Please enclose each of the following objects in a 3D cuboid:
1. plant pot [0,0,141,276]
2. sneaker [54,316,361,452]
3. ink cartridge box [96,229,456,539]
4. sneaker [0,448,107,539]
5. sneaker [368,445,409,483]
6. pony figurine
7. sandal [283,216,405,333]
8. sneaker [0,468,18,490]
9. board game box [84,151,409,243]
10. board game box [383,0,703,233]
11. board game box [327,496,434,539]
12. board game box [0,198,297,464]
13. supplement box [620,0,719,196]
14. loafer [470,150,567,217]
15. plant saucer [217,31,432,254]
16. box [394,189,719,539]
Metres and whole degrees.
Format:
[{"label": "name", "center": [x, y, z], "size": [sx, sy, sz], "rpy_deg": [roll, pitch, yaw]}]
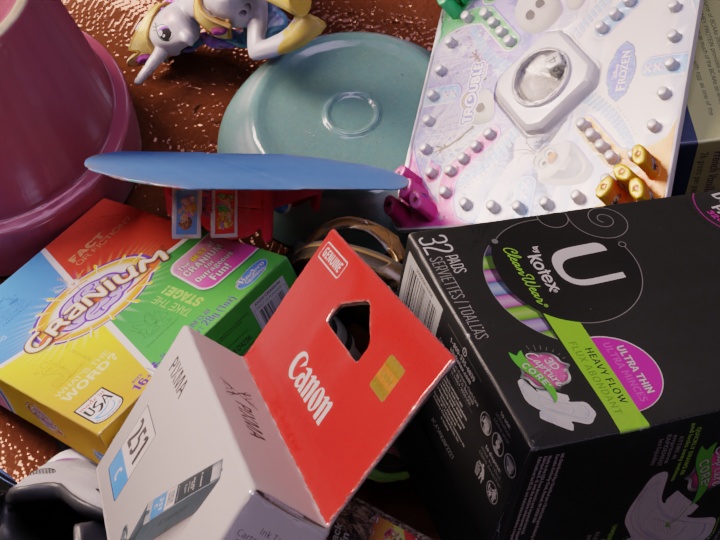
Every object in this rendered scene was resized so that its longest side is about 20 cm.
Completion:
[{"label": "plant pot", "center": [-0.260, -0.125, 0.881], "size": [0.198, 0.180, 0.202], "rpy_deg": [-1, 57, 2]}, {"label": "sneaker", "center": [-0.096, 0.067, 0.815], "size": [0.198, 0.080, 0.074], "rpy_deg": [-18, 61, -7]}, {"label": "ink cartridge box", "center": [-0.052, 0.069, 0.604], "size": [0.045, 0.200, 0.177], "rpy_deg": [31, 96, -22]}, {"label": "sneaker", "center": [-0.113, 0.164, 0.711], "size": [0.198, 0.140, 0.079], "rpy_deg": [19, 96, 14]}, {"label": "sneaker", "center": [0.071, 0.056, 0.805], "size": [0.199, 0.084, 0.077], "rpy_deg": [-33, 61, -28]}, {"label": "pony figurine", "center": [-0.086, -0.231, 0.947], "size": [0.199, 0.166, 0.195], "rpy_deg": [-5, 65, 42]}, {"label": "sandal", "center": [0.000, 0.000, 0.793], "size": [0.082, 0.200, 0.055], "rpy_deg": [39, 81, -10]}, {"label": "sneaker", "center": [-0.200, 0.176, 0.750], "size": [0.070, 0.078, 0.200], "rpy_deg": [-32, 62, -15]}, {"label": "board game box", "center": [-0.071, -0.044, 0.816], "size": [0.198, 0.039, 0.158], "rpy_deg": [-1, 12, -28]}, {"label": "board game box", "center": [0.115, -0.124, 0.843], "size": [0.199, 0.026, 0.202], "rpy_deg": [-2, 66, 39]}, {"label": "board game box", "center": [-0.010, 0.213, 0.653], "size": [0.199, 0.097, 0.161], "rpy_deg": [32, 57, -20]}, {"label": "board game box", "center": [-0.149, 0.033, 0.804], "size": [0.199, 0.041, 0.153], "rpy_deg": [17, 52, 45]}, {"label": "supplement box", "center": [0.271, -0.130, 0.890], "size": [0.197, 0.135, 0.202], "rpy_deg": [-7, 58, -1]}, {"label": "loafer", "center": [0.138, -0.033, 0.833], "size": [0.199, 0.072, 0.073], "rpy_deg": [22, 22, 35]}, {"label": "plant saucer", "center": [-0.006, -0.103, 0.942], "size": [0.198, 0.036, 0.202], "rpy_deg": [-1, 58, 1]}, {"label": "box", "center": [0.129, 0.059, 0.674], "size": [0.198, 0.125, 0.149], "rpy_deg": [-8, 45, -21]}]
